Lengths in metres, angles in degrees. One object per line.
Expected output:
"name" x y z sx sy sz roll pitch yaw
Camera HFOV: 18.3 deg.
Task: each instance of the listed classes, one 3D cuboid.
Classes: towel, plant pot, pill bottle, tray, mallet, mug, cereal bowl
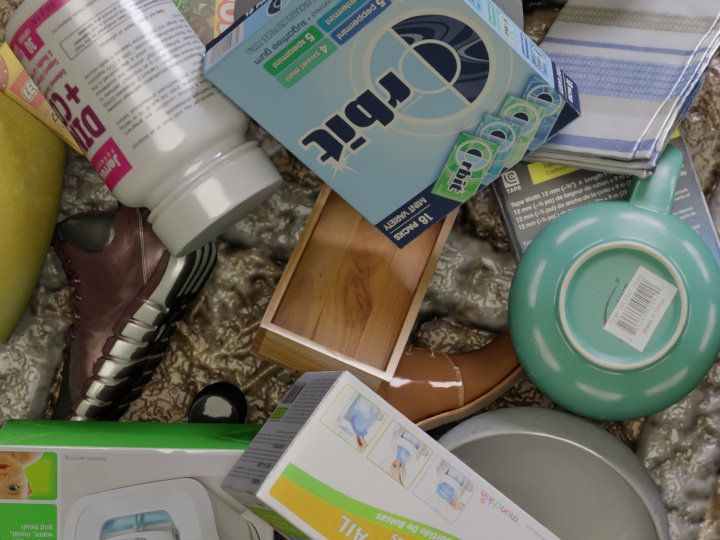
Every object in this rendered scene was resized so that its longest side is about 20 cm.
"towel" 0.188 -0.149 1.600 0.147 0.024 0.200 10 56 37
"plant pot" -0.293 -0.063 1.607 0.200 0.200 0.142 36 84 4
"pill bottle" -0.148 -0.116 1.561 0.113 0.113 0.200 -36 86 0
"tray" 0.000 0.000 1.604 0.098 0.037 0.200 23 48 0
"mallet" -0.064 0.169 1.665 0.041 0.066 0.200 -32 101 6
"mug" 0.174 0.012 1.554 0.151 0.114 0.186 -16 86 2
"cereal bowl" 0.128 0.180 1.609 0.199 0.083 0.201 7 120 12

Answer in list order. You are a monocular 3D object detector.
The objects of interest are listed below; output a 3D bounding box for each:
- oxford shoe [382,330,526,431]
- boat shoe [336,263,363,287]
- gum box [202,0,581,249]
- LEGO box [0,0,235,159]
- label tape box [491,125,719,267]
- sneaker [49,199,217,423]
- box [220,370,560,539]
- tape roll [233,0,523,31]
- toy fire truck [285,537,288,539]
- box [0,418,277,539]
"oxford shoe" 0.050 0.078 1.608 0.200 0.071 0.071 -26 91 -33
"boat shoe" -0.008 0.098 1.646 0.074 0.066 0.201 7 78 -34
"gum box" 0.022 -0.130 1.529 0.170 0.045 0.200 -36 119 24
"LEGO box" -0.160 -0.176 1.661 0.149 0.077 0.200 36 89 3
"label tape box" 0.180 -0.037 1.647 0.143 0.066 0.201 -18 84 1
"sneaker" -0.198 0.029 1.653 0.115 0.076 0.200 37 102 14
"box" 0.023 0.166 1.493 0.200 0.112 0.101 39 78 -11
"tape roll" 0.013 -0.174 1.596 0.200 0.201 0.066 -23 46 1
"toy fire truck" 0.016 0.268 1.609 0.140 0.049 0.201 4 118 12
"box" -0.158 0.200 1.586 0.199 0.097 0.177 2 97 -1
